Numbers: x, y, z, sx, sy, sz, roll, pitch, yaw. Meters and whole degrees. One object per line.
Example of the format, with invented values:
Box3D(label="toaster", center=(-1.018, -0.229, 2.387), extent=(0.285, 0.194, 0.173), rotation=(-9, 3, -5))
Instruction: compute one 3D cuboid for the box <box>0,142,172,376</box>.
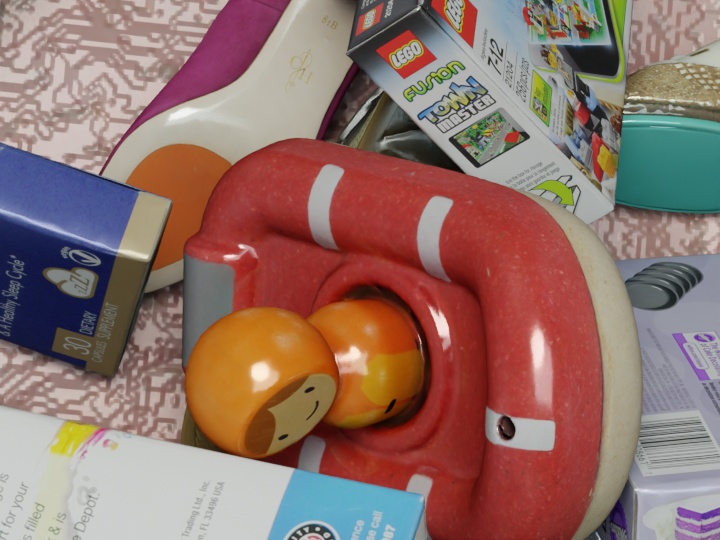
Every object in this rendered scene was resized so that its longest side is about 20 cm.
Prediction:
Box3D(label="box", center=(-0.173, -0.025, 1.102), extent=(0.199, 0.121, 0.032), rotation=(21, 66, -2))

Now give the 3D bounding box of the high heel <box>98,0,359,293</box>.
Box3D(label="high heel", center=(-0.041, -0.074, 1.175), extent=(0.200, 0.096, 0.067), rotation=(-43, 109, 10))

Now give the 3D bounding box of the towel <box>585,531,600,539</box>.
Box3D(label="towel", center=(0.112, 0.151, 1.144), extent=(0.199, 0.086, 0.166), rotation=(-2, 84, -8))

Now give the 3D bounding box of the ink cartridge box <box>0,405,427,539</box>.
Box3D(label="ink cartridge box", center=(-0.089, 0.151, 1.003), extent=(0.199, 0.146, 0.147), rotation=(11, 54, 13))

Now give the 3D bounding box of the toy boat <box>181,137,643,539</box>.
Box3D(label="toy boat", center=(-0.004, 0.032, 1.023), extent=(0.130, 0.200, 0.131), rotation=(-13, 110, -45))

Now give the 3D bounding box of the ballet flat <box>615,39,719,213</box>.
Box3D(label="ballet flat", center=(0.164, -0.057, 1.190), extent=(0.199, 0.071, 0.065), rotation=(9, 56, -9))

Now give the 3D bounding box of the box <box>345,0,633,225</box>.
Box3D(label="box", center=(0.054, -0.112, 1.106), extent=(0.035, 0.200, 0.110), rotation=(-29, 122, 30))

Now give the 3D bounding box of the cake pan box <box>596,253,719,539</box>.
Box3D(label="cake pan box", center=(0.165, 0.050, 1.105), extent=(0.183, 0.200, 0.052), rotation=(-6, 114, -9))

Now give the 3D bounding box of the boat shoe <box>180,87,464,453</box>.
Box3D(label="boat shoe", center=(0.000, 0.000, 1.154), extent=(0.073, 0.065, 0.200), rotation=(34, 100, -5))
